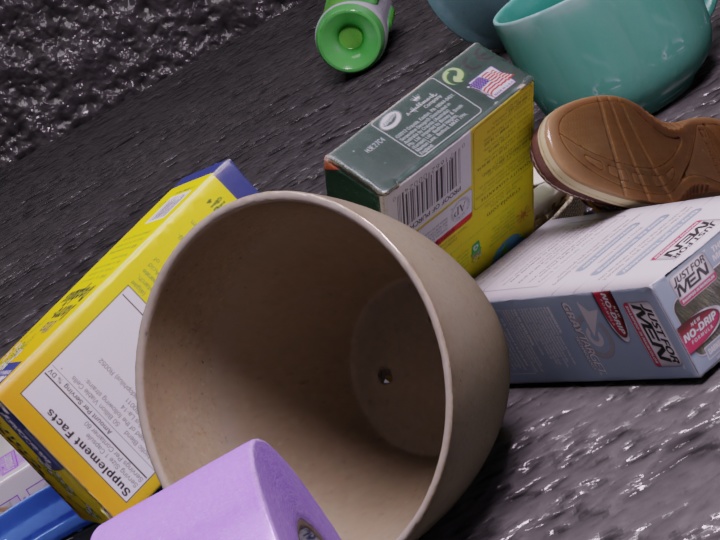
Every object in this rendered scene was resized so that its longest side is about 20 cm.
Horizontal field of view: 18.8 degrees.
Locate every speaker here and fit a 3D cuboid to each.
[{"bbox_3d":[-0.006,-0.289,2.554,0.088,0.089,0.200,-27,14,12],"label":"speaker"}]

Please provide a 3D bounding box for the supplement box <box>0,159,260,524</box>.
[{"bbox_3d":[-0.124,0.044,1.309,0.200,0.109,0.109,-46,11,-16],"label":"supplement box"}]

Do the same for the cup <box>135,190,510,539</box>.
[{"bbox_3d":[0.001,0.057,1.159,0.199,0.202,0.143,-21,-9,33],"label":"cup"}]

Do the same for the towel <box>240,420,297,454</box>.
[{"bbox_3d":[-0.089,0.134,1.237,0.200,0.049,0.112,-44,-2,-46],"label":"towel"}]

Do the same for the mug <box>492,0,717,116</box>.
[{"bbox_3d":[0.208,-0.186,1.683,0.184,0.115,0.152,-27,14,10],"label":"mug"}]

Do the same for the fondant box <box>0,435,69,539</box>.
[{"bbox_3d":[-0.212,0.134,1.534,0.199,0.058,0.144,-33,14,-6],"label":"fondant box"}]

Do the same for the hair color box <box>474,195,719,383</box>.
[{"bbox_3d":[0.145,0.012,1.225,0.099,0.061,0.200,-37,15,-27],"label":"hair color box"}]

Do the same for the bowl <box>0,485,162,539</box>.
[{"bbox_3d":[-0.196,0.185,1.361,0.200,0.040,0.201,-29,14,7],"label":"bowl"}]

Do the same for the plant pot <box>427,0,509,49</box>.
[{"bbox_3d":[0.160,-0.320,2.122,0.188,0.200,0.200,-37,5,45],"label":"plant pot"}]

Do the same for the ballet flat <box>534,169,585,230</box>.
[{"bbox_3d":[0.082,-0.026,1.443,0.200,0.068,0.076,-37,-26,-33],"label":"ballet flat"}]

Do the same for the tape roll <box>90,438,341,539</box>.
[{"bbox_3d":[-0.015,0.160,0.736,0.065,0.201,0.200,-28,14,2],"label":"tape roll"}]

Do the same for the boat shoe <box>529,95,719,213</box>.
[{"bbox_3d":[0.160,-0.057,1.320,0.072,0.073,0.199,-32,-19,37],"label":"boat shoe"}]

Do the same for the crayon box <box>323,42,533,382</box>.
[{"bbox_3d":[0.044,-0.020,1.286,0.051,0.201,0.127,34,58,30],"label":"crayon box"}]
